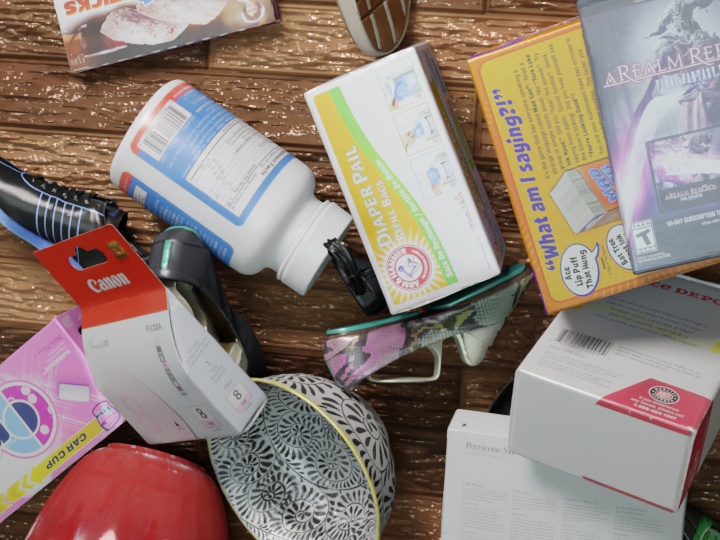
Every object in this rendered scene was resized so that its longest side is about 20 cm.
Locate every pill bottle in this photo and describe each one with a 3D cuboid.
[{"bbox_3d":[-0.109,-0.067,1.171,0.199,0.112,0.113,35,105,1],"label":"pill bottle"}]

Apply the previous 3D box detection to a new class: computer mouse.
[{"bbox_3d":[0.000,0.000,1.127,0.034,0.200,0.059,-33,80,-1],"label":"computer mouse"}]

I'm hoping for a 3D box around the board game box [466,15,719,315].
[{"bbox_3d":[0.213,-0.108,1.062,0.197,0.200,0.203,-17,98,12],"label":"board game box"}]

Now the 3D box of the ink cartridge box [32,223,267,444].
[{"bbox_3d":[-0.192,0.062,1.136,0.200,0.057,0.162,47,148,-22],"label":"ink cartridge box"}]

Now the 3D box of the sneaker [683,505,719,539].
[{"bbox_3d":[0.279,0.315,1.196,0.084,0.078,0.202,24,103,3],"label":"sneaker"}]

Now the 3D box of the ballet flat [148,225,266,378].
[{"bbox_3d":[-0.138,0.053,1.175,0.072,0.074,0.201,-11,132,11],"label":"ballet flat"}]

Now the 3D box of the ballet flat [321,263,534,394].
[{"bbox_3d":[0.065,0.057,1.168,0.198,0.069,0.072,-19,91,-10],"label":"ballet flat"}]

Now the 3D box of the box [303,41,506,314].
[{"bbox_3d":[0.043,-0.080,1.142,0.100,0.113,0.202,-20,98,13],"label":"box"}]

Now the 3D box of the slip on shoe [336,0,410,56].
[{"bbox_3d":[-0.014,-0.281,1.142,0.060,0.076,0.202,0,114,50],"label":"slip on shoe"}]

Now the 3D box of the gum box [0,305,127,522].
[{"bbox_3d":[-0.302,0.134,1.266,0.199,0.066,0.114,-39,92,14],"label":"gum box"}]

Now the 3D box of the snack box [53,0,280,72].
[{"bbox_3d":[-0.173,-0.234,1.194,0.197,0.024,0.073,-12,97,12],"label":"snack box"}]

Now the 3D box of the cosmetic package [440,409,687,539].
[{"bbox_3d":[0.167,0.206,1.113,0.197,0.052,0.153,7,109,13],"label":"cosmetic package"}]

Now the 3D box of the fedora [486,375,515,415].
[{"bbox_3d":[0.192,0.170,1.174,0.197,0.092,0.204,2,101,10],"label":"fedora"}]

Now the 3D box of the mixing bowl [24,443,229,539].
[{"bbox_3d":[-0.199,0.224,1.221,0.197,0.200,0.110,13,72,7],"label":"mixing bowl"}]

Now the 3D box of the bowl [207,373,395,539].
[{"bbox_3d":[-0.035,0.166,1.197,0.199,0.094,0.203,21,126,32],"label":"bowl"}]

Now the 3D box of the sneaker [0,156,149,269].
[{"bbox_3d":[-0.267,-0.050,1.228,0.200,0.070,0.078,42,101,-7],"label":"sneaker"}]

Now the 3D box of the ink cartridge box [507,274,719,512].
[{"bbox_3d":[0.224,0.084,1.077,0.144,0.200,0.084,17,125,24],"label":"ink cartridge box"}]

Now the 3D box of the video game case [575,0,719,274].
[{"bbox_3d":[0.242,-0.110,0.944,0.141,0.019,0.203,-12,100,12],"label":"video game case"}]
